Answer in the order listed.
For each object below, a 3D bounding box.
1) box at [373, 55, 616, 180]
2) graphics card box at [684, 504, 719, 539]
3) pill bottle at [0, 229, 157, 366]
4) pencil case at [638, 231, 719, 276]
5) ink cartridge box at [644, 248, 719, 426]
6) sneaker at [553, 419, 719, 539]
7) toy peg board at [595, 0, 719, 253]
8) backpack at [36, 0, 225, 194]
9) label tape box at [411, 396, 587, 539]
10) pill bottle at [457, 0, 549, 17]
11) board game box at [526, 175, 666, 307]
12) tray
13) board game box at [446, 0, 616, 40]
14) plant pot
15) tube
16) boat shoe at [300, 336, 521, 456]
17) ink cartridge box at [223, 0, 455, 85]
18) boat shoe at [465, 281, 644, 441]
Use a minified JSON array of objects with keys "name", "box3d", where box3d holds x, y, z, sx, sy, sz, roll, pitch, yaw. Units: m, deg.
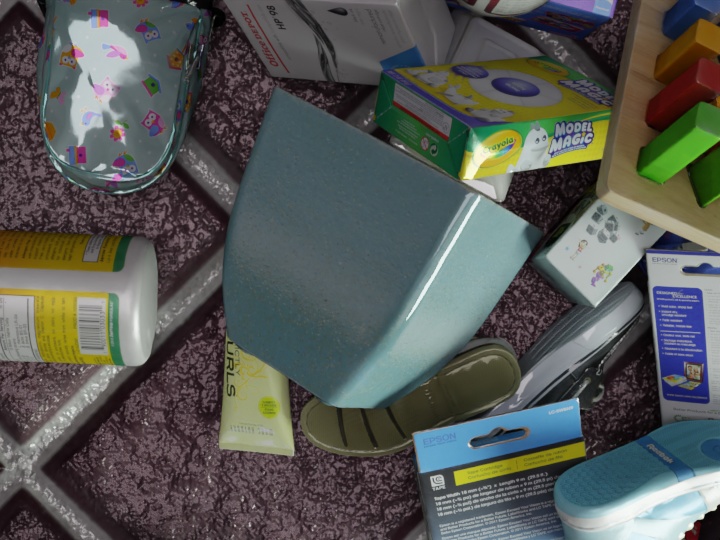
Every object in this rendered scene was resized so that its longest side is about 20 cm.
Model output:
[{"name":"box","box3d":[0.123,-0.123,0.949,0.198,0.117,0.049,-10,124,-35]},{"name":"graphics card box","box3d":[0.362,0.173,1.067,0.051,0.125,0.201,34,92,-2]},{"name":"pill bottle","box3d":[-0.281,0.023,1.057,0.198,0.113,0.114,2,92,-1]},{"name":"pencil case","box3d":[0.327,-0.060,1.077,0.078,0.087,0.201,38,90,23]},{"name":"ink cartridge box","box3d":[0.292,0.055,1.014,0.094,0.037,0.201,3,131,24]},{"name":"sneaker","box3d":[0.255,0.208,1.028,0.198,0.080,0.132,-14,116,-13]},{"name":"toy peg board","box3d":[0.300,-0.120,0.910,0.198,0.098,0.201,22,65,-12]},{"name":"backpack","box3d":[-0.210,-0.167,1.044,0.165,0.127,0.202,9,95,-5]},{"name":"label tape box","box3d":[0.123,0.188,1.055,0.143,0.063,0.202,-12,119,-1]},{"name":"pill bottle","box3d":[0.109,-0.243,0.874,0.108,0.200,0.111,0,93,-1]},{"name":"board game box","box3d":[0.235,-0.064,1.045,0.064,0.148,0.200,43,91,0]},{"name":"tray","box3d":[0.102,-0.150,1.037,0.107,0.022,0.201,28,49,-3]},{"name":"board game box","box3d":[0.112,-0.251,1.041,0.198,0.134,0.045,15,92,-2]},{"name":"plant pot","box3d":[0.000,0.000,0.994,0.195,0.195,0.201,29,94,23]},{"name":"tube","box3d":[-0.093,0.064,1.093,0.051,0.058,0.202,-2,96,-26]},{"name":"boat shoe","box3d":[0.045,0.110,1.088,0.198,0.068,0.075,-15,102,5]},{"name":"ink cartridge box","box3d":[-0.034,-0.214,1.010,0.198,0.116,0.067,9,67,25]},{"name":"boat shoe","box3d":[0.185,0.095,1.096,0.200,0.072,0.071,-44,100,12]}]
